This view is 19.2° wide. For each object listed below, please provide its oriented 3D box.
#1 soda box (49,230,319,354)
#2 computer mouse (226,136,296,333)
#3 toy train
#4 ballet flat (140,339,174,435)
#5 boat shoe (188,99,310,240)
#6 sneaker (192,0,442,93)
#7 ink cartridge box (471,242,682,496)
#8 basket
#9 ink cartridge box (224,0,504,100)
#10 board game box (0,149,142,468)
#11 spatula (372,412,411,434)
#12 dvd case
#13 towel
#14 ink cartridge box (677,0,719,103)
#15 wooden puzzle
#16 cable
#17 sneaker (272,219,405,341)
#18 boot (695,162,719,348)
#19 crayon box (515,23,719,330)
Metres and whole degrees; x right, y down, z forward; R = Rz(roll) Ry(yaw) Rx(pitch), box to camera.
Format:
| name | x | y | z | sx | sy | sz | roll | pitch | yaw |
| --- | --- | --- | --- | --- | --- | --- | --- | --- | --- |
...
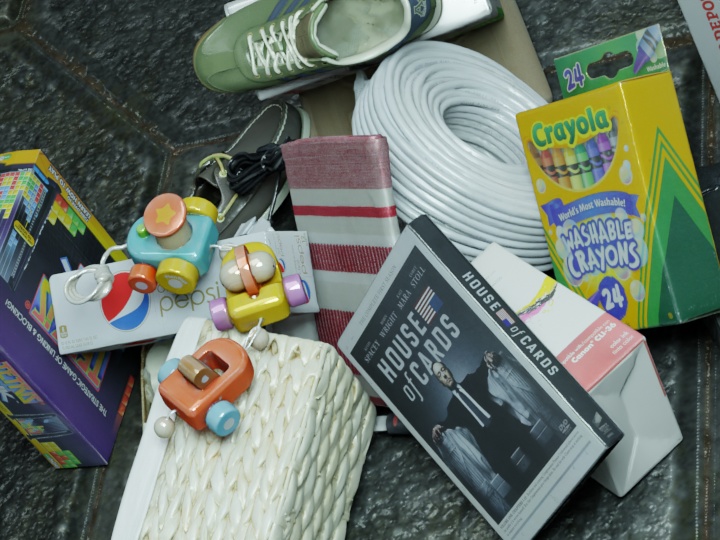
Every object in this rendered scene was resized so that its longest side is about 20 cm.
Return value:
| name | x | y | z | sx | sy | sz | roll | pitch | yaw |
| --- | --- | --- | --- | --- | --- | --- | --- | --- | --- |
| soda box | -0.135 | 0.017 | 1.613 | 0.199 | 0.068 | 0.064 | -12 | 85 | 27 |
| computer mouse | -0.091 | -0.005 | 1.664 | 0.109 | 0.044 | 0.202 | 1 | 79 | 60 |
| toy train | -0.126 | 0.019 | 1.496 | 0.150 | 0.056 | 0.200 | -38 | 53 | -14 |
| ballet flat | -0.146 | 0.116 | 1.646 | 0.070 | 0.065 | 0.201 | -20 | 46 | 10 |
| boat shoe | -0.111 | -0.059 | 1.749 | 0.072 | 0.060 | 0.202 | 14 | 72 | 54 |
| sneaker | -0.039 | -0.180 | 1.603 | 0.199 | 0.068 | 0.090 | -15 | 7 | 10 |
| ink cartridge box | 0.125 | 0.059 | 1.504 | 0.067 | 0.117 | 0.200 | -41 | 45 | -15 |
| basket | -0.079 | 0.152 | 1.517 | 0.122 | 0.136 | 0.201 | 6 | 64 | 23 |
| ink cartridge box | 0.006 | -0.208 | 1.714 | 0.199 | 0.085 | 0.145 | -20 | 3 | 10 |
| board game box | -0.245 | 0.032 | 1.676 | 0.056 | 0.200 | 0.166 | -7 | 50 | 27 |
| spatula | 0.008 | 0.118 | 1.589 | 0.198 | 0.021 | 0.057 | -6 | 56 | 24 |
| dvd case | 0.076 | 0.079 | 1.445 | 0.025 | 0.151 | 0.200 | -31 | 72 | -37 |
| towel | 0.000 | 0.000 | 1.563 | 0.023 | 0.202 | 0.144 | -15 | 9 | -27 |
| ink cartridge box | 0.345 | -0.218 | 1.599 | 0.198 | 0.147 | 0.086 | -13 | 49 | 20 |
| wooden puzzle | 0.050 | -0.155 | 1.787 | 0.199 | 0.046 | 0.186 | -22 | 46 | 6 |
| cable | 0.088 | -0.087 | 1.609 | 0.069 | 0.199 | 0.201 | -58 | 15 | 33 |
| sneaker | -0.025 | -0.019 | 1.664 | 0.201 | 0.108 | 0.067 | -42 | 45 | -9 |
| boot | 0.323 | -0.041 | 1.528 | 0.199 | 0.066 | 0.166 | -20 | 53 | 2 |
| crayon box | 0.177 | -0.059 | 1.493 | 0.051 | 0.202 | 0.125 | -14 | 1 | -32 |
